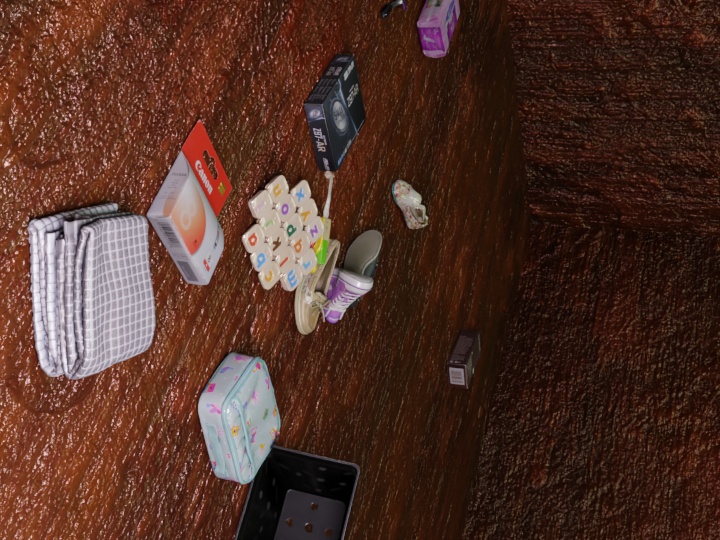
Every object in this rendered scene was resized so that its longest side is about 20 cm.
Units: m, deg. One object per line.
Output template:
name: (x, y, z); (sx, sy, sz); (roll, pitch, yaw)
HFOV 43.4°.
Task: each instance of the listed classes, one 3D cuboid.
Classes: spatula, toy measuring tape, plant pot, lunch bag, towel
spatula: (0.083, -0.649, 2.211); (0.201, 0.020, 0.058); (-55, 139, -51)
toy measuring tape: (-0.095, -0.096, 1.789); (0.073, 0.072, 0.205); (12, 84, -69)
plant pot: (-0.108, 0.473, 1.732); (0.178, 0.195, 0.203); (78, 24, -62)
lunch bag: (-0.207, 0.260, 1.556); (0.161, 0.075, 0.203); (-60, 148, -49)
towel: (-0.333, 0.023, 1.153); (0.165, 0.084, 0.205); (-24, 117, -68)

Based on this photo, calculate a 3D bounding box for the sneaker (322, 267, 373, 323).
sneaker: (-0.031, 0.058, 1.883); (0.200, 0.071, 0.117); (-168, -89, -73)

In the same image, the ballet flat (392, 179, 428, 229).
ballet flat: (0.139, -0.178, 2.410); (0.201, 0.063, 0.077); (57, 44, -58)

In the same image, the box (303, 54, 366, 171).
box: (-0.050, -0.331, 1.893); (0.202, 0.043, 0.163); (-64, 151, -44)

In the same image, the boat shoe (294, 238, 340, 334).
boat shoe: (-0.088, 0.030, 1.844); (0.073, 0.061, 0.205); (30, 67, -68)

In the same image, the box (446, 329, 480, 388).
box: (0.355, 0.302, 3.092); (0.201, 0.073, 0.102); (-60, 147, -52)

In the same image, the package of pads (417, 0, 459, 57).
package of pads: (0.217, -0.697, 2.487); (0.121, 0.074, 0.203); (68, 34, -48)

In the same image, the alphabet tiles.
alphabet tiles: (-0.141, -0.068, 1.673); (0.196, 0.014, 0.203); (-49, 131, -38)

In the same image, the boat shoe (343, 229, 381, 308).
boat shoe: (0.002, 0.001, 2.068); (0.067, 0.073, 0.202); (71, 31, -51)

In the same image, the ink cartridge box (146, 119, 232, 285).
ink cartridge box: (-0.245, -0.106, 1.411); (0.164, 0.049, 0.203); (70, 35, -49)
